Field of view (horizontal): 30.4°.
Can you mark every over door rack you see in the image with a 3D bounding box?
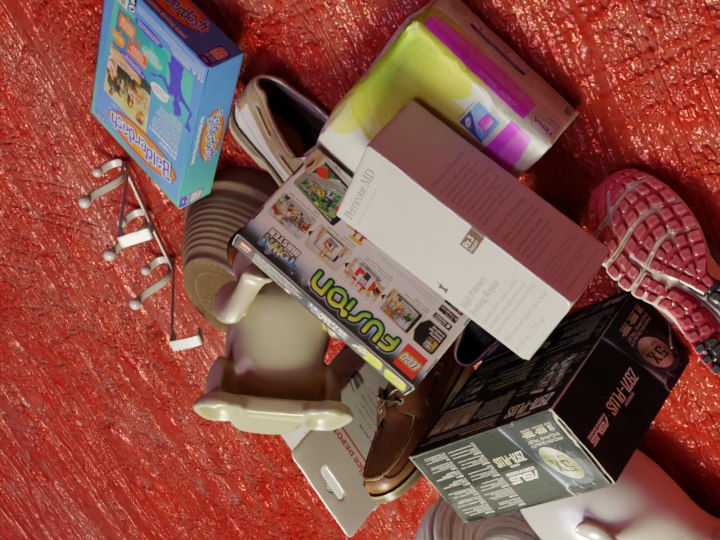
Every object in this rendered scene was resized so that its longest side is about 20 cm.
[{"bbox_3d":[-0.237,-0.016,1.396,0.200,0.066,0.148,-123,10,-58],"label":"over door rack"}]

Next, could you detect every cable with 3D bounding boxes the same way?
[{"bbox_3d":[0.149,0.299,1.325,0.200,0.200,0.069,39,131,14],"label":"cable"}]

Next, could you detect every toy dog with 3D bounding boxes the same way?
[{"bbox_3d":[-0.068,0.046,1.230,0.139,0.201,0.194,4,165,3],"label":"toy dog"}]

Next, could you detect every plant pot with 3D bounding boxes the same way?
[{"bbox_3d":[-0.116,0.002,1.361,0.200,0.093,0.201,24,138,23],"label":"plant pot"}]

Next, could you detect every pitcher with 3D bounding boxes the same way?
[{"bbox_3d":[0.242,0.234,1.206,0.200,0.171,0.122,27,107,18],"label":"pitcher"}]

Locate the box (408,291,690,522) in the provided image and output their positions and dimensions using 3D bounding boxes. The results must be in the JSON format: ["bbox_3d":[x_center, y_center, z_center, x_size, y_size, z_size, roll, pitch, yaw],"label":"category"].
[{"bbox_3d":[0.165,0.122,1.167,0.086,0.164,0.200,50,142,-9],"label":"box"}]

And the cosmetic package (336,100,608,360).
[{"bbox_3d":[0.086,-0.031,1.052,0.200,0.074,0.102,36,145,6],"label":"cosmetic package"}]

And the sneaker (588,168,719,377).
[{"bbox_3d":[0.254,0.008,1.056,0.081,0.075,0.200,-38,86,13],"label":"sneaker"}]

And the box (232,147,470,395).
[{"bbox_3d":[0.000,0.000,1.142,0.200,0.110,0.035,42,161,0],"label":"box"}]

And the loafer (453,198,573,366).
[{"bbox_3d":[0.134,0.020,1.177,0.072,0.063,0.200,35,142,10],"label":"loafer"}]

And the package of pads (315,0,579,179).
[{"bbox_3d":[0.063,-0.120,1.102,0.154,0.068,0.200,43,142,-1],"label":"package of pads"}]

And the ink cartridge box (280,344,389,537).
[{"bbox_3d":[-0.004,0.157,1.321,0.067,0.200,0.116,-10,119,47],"label":"ink cartridge box"}]

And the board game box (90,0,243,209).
[{"bbox_3d":[-0.190,-0.178,1.264,0.152,0.045,0.200,46,144,18],"label":"board game box"}]

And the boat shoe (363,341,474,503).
[{"bbox_3d":[0.041,0.132,1.255,0.072,0.200,0.068,-19,116,35],"label":"boat shoe"}]

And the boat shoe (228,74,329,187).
[{"bbox_3d":[-0.037,-0.097,1.208,0.200,0.075,0.068,40,148,5],"label":"boat shoe"}]
